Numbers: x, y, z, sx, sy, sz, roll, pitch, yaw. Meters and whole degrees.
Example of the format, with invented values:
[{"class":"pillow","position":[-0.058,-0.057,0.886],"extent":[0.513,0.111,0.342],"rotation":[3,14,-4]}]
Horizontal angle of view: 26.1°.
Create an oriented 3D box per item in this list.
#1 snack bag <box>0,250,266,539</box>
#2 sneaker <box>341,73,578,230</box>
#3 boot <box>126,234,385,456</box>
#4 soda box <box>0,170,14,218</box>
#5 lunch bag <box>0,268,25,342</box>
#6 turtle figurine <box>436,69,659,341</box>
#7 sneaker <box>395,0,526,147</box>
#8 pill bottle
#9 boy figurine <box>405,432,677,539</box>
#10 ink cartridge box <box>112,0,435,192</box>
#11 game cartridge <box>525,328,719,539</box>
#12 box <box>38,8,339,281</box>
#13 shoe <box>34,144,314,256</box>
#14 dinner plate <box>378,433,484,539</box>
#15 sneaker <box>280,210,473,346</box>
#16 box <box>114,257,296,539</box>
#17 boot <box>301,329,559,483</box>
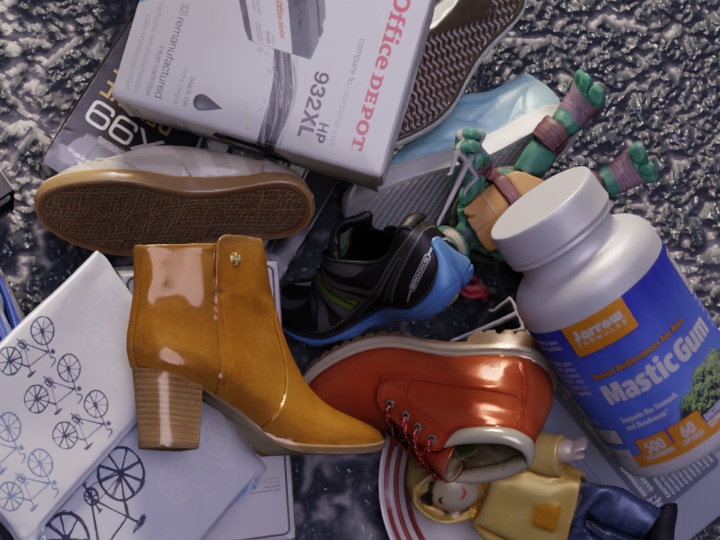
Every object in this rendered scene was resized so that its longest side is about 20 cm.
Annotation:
[{"class":"snack bag","position":[-0.164,0.116,1.000],"extent":[0.201,0.021,0.189],"rotation":[54,45,-14]},{"class":"sneaker","position":[0.068,-0.094,1.223],"extent":[0.198,0.074,0.082],"rotation":[-22,54,-12]},{"class":"boot","position":[-0.064,0.052,1.050],"extent":[0.199,0.070,0.146],"rotation":[8,78,-35]},{"class":"soda box","position":[-0.345,-0.021,1.102],"extent":[0.199,0.063,0.071],"rotation":[-38,89,-18]},{"class":"lunch bag","position":[-0.249,0.076,1.052],"extent":[0.075,0.160,0.202],"rotation":[-23,85,-12]},{"class":"turtle figurine","position":[0.114,-0.049,1.152],"extent":[0.199,0.101,0.150],"rotation":[-37,106,-5]},{"class":"sneaker","position":[0.048,-0.152,1.209],"extent":[0.200,0.085,0.073],"rotation":[-42,94,-23]},{"class":"pill bottle","position":[0.177,0.033,1.074],"extent":[0.112,0.112,0.201],"rotation":[-40,105,-18]},{"class":"boy figurine","position":[0.130,0.169,1.131],"extent":[0.198,0.065,0.126],"rotation":[20,118,5]},{"class":"ink cartridge box","position":[-0.058,-0.157,1.103],"extent":[0.198,0.084,0.147],"rotation":[17,87,1]},{"class":"game cartridge","position":[0.195,0.115,1.169],"extent":[0.133,0.040,0.201],"rotation":[-39,92,1]},{"class":"box","position":[-0.119,-0.088,1.176],"extent":[0.199,0.050,0.159],"rotation":[33,73,-6]},{"class":"shoe","position":[-0.133,-0.053,1.116],"extent":[0.197,0.071,0.054],"rotation":[0,37,-10]},{"class":"dinner plate","position":[0.108,0.166,1.192],"extent":[0.197,0.024,0.203],"rotation":[3,78,-14]},{"class":"sneaker","position":[0.000,0.000,1.116],"extent":[0.071,0.199,0.083],"rotation":[-42,104,-36]},{"class":"box","position":[-0.112,0.095,1.107],"extent":[0.115,0.060,0.203],"rotation":[-6,96,-14]},{"class":"boot","position":[0.040,0.103,1.113],"extent":[0.198,0.075,0.108],"rotation":[-6,45,21]}]
